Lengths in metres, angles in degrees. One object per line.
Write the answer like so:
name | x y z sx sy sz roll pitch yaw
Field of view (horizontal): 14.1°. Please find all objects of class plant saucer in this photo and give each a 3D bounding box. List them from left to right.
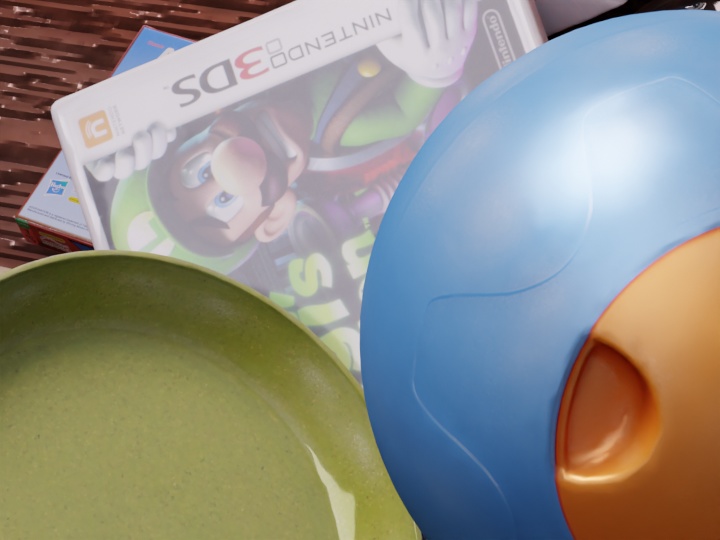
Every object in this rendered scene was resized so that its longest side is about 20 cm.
plant saucer | -0.073 0.091 0.966 0.199 0.031 0.201 11 63 -23

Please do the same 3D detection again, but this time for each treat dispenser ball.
treat dispenser ball | 0.099 0.021 0.894 0.200 0.201 0.202 -8 63 15

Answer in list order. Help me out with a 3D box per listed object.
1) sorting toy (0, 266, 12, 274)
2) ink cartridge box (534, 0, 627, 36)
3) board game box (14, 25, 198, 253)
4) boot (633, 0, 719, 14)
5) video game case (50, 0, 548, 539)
sorting toy | -0.132 0.095 1.099 0.184 0.037 0.201 12 65 23
ink cartridge box | 0.070 -0.163 1.093 0.200 0.050 0.161 -21 48 39
board game box | -0.025 -0.027 1.118 0.199 0.019 0.103 19 63 26
boot | 0.159 -0.077 1.064 0.200 0.097 0.075 -43 59 21
video game case | 0.000 0.000 1.036 0.181 0.023 0.201 -21 79 13
